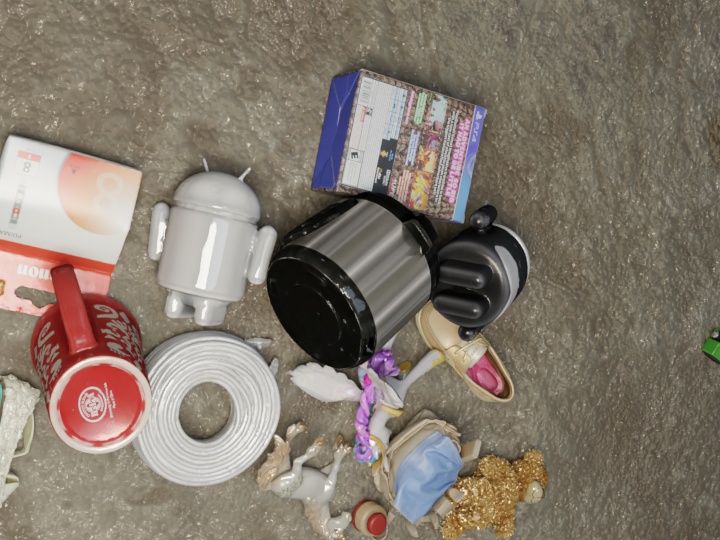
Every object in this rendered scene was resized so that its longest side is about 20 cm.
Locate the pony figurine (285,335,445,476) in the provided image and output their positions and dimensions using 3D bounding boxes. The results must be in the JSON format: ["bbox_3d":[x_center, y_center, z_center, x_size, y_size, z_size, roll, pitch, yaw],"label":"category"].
[{"bbox_3d":[0.021,0.150,1.232,0.194,0.165,0.201,52,53,-33],"label":"pony figurine"}]

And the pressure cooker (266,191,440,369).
[{"bbox_3d":[0.001,0.003,1.139,0.200,0.174,0.181,-39,140,-34],"label":"pressure cooker"}]

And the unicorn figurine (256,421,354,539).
[{"bbox_3d":[-0.062,0.292,1.248,0.198,0.074,0.139,27,92,-24],"label":"unicorn figurine"}]

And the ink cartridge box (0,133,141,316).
[{"bbox_3d":[-0.363,-0.044,1.086,0.160,0.050,0.203,14,86,-25],"label":"ink cartridge box"}]

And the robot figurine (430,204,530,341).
[{"bbox_3d":[0.162,0.004,1.261,0.125,0.200,0.150,47,118,5],"label":"robot figurine"}]

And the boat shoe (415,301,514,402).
[{"bbox_3d":[0.160,0.118,1.331,0.074,0.069,0.200,-49,112,-13],"label":"boat shoe"}]

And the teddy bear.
[{"bbox_3d":[0.204,0.342,1.375,0.197,0.067,0.148,4,96,-24],"label":"teddy bear"}]

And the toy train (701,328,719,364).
[{"bbox_3d":[0.672,0.168,1.590,0.199,0.042,0.057,33,91,-24],"label":"toy train"}]

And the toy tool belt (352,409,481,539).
[{"bbox_3d":[0.080,0.302,1.276,0.125,0.122,0.201,45,76,-30],"label":"toy tool belt"}]

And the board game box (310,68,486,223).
[{"bbox_3d":[0.051,-0.165,1.238,0.197,0.097,0.162,12,90,-25],"label":"board game box"}]

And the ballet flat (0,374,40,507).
[{"bbox_3d":[-0.426,0.225,1.077,0.071,0.072,0.203,18,88,-25],"label":"ballet flat"}]

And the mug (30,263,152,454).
[{"bbox_3d":[-0.317,0.103,1.027,0.133,0.200,0.178,-43,115,-5],"label":"mug"}]

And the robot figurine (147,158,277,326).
[{"bbox_3d":[-0.188,-0.035,1.132,0.167,0.113,0.203,13,91,9],"label":"robot figurine"}]

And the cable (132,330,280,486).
[{"bbox_3d":[-0.200,0.179,1.171,0.197,0.069,0.203,10,91,-25],"label":"cable"}]
